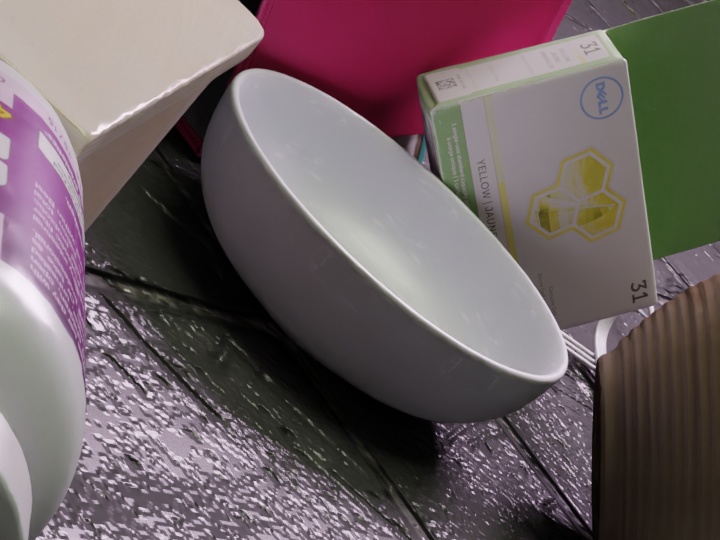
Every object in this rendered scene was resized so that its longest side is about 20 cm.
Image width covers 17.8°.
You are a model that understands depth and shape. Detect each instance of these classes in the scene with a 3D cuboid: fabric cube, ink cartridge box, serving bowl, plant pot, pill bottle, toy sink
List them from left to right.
[{"bbox_3d":[-0.130,0.020,0.624,0.112,0.112,0.200,35,18,-22],"label":"pill bottle"},{"bbox_3d":[-0.140,-0.072,0.825,0.130,0.112,0.200,42,22,0],"label":"toy sink"},{"bbox_3d":[-0.014,-0.199,1.158,0.198,0.197,0.200,-8,48,-36],"label":"fabric cube"},{"bbox_3d":[0.000,0.000,1.041,0.200,0.066,0.200,39,17,-14],"label":"serving bowl"},{"bbox_3d":[0.136,-0.052,1.171,0.048,0.198,0.147,-111,-172,-59],"label":"ink cartridge box"},{"bbox_3d":[0.153,0.091,1.050,0.092,0.203,0.201,0,19,4],"label":"plant pot"}]

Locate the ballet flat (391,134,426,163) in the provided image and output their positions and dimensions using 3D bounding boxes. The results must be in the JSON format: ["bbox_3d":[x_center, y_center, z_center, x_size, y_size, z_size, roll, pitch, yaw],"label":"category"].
[{"bbox_3d":[-0.007,-0.101,1.292,0.069,0.070,0.200,36,18,-20],"label":"ballet flat"}]

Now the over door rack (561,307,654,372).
[{"bbox_3d":[0.140,-0.001,1.358,0.147,0.067,0.200,35,18,-25],"label":"over door rack"}]
